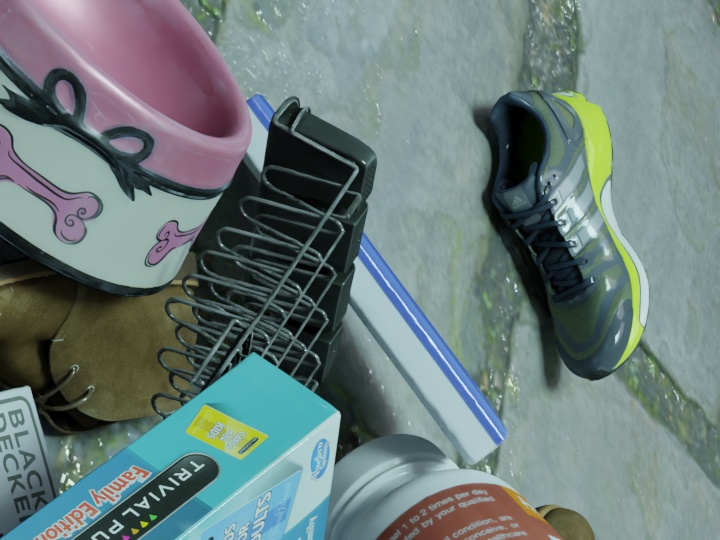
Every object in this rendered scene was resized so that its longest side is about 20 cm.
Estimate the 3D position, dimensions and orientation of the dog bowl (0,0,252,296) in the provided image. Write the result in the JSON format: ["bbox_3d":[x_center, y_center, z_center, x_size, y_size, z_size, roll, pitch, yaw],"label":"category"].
[{"bbox_3d":[-0.127,-0.087,0.826,0.200,0.074,0.200,41,18,-16],"label":"dog bowl"}]

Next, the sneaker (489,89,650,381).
[{"bbox_3d":[0.122,-0.025,1.255,0.081,0.074,0.201,11,58,-43],"label":"sneaker"}]

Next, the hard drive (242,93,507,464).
[{"bbox_3d":[0.000,0.000,0.994,0.200,0.025,0.132,54,1,-5],"label":"hard drive"}]

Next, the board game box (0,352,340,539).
[{"bbox_3d":[-0.093,0.143,0.716,0.200,0.047,0.152,-36,146,-38],"label":"board game box"}]

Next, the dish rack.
[{"bbox_3d":[-0.052,0.039,0.846,0.200,0.054,0.154,-58,164,-46],"label":"dish rack"}]

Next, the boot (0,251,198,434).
[{"bbox_3d":[-0.130,0.032,0.839,0.200,0.073,0.076,-1,84,-59],"label":"boot"}]

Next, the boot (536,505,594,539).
[{"bbox_3d":[0.118,0.196,1.015,0.074,0.075,0.201,49,29,-30],"label":"boot"}]

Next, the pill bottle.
[{"bbox_3d":[0.056,0.164,0.925,0.112,0.112,0.200,35,7,-42],"label":"pill bottle"}]

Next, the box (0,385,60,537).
[{"bbox_3d":[-0.188,0.114,0.708,0.200,0.060,0.117,-8,80,-58],"label":"box"}]
